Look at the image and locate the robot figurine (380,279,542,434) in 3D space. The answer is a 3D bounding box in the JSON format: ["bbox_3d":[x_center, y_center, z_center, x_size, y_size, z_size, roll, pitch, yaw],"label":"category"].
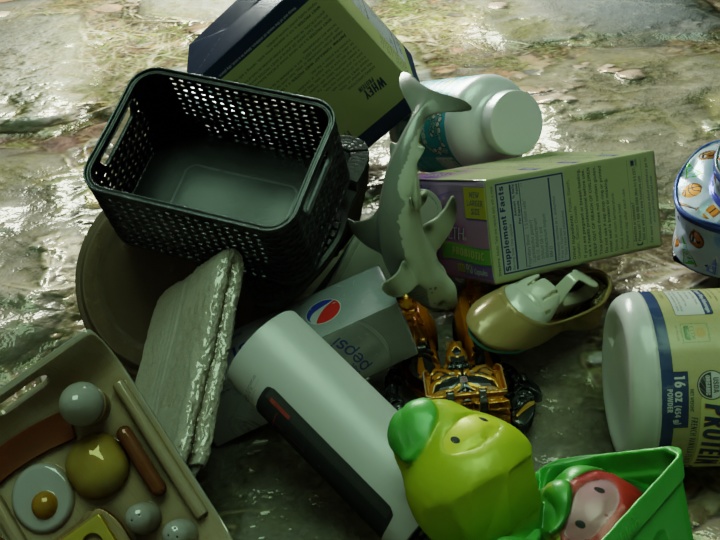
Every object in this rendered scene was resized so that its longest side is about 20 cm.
[{"bbox_3d":[0.084,0.083,1.023,0.143,0.059,0.201,-6,33,-2],"label":"robot figurine"}]

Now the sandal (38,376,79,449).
[{"bbox_3d":[-0.243,0.147,0.957,0.077,0.070,0.212,9,7,-22],"label":"sandal"}]

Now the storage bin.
[{"bbox_3d":[-0.122,-0.084,0.988,0.198,0.094,0.136,13,64,17],"label":"storage bin"}]

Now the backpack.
[{"bbox_3d":[0.415,-0.063,1.146,0.189,0.155,0.200,5,36,31],"label":"backpack"}]

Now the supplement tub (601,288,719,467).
[{"bbox_3d":[0.308,0.086,0.922,0.198,0.145,0.145,-3,33,2],"label":"supplement tub"}]

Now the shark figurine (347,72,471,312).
[{"bbox_3d":[0.028,-0.060,0.986,0.089,0.217,0.128,9,18,39],"label":"shark figurine"}]

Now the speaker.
[{"bbox_3d":[-0.012,0.124,0.884,0.200,0.081,0.081,43,50,17],"label":"speaker"}]

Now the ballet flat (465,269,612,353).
[{"bbox_3d":[0.168,0.027,1.034,0.069,0.063,0.199,46,31,24],"label":"ballet flat"}]

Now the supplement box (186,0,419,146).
[{"bbox_3d":[-0.065,-0.232,1.314,0.200,0.200,0.135,-38,29,18],"label":"supplement box"}]

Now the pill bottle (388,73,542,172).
[{"bbox_3d":[0.123,-0.167,1.293,0.110,0.112,0.200,-21,14,-25],"label":"pill bottle"}]

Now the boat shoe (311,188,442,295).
[{"bbox_3d":[0.000,0.000,1.079,0.201,0.073,0.062,-53,24,-1],"label":"boat shoe"}]

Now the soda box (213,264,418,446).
[{"bbox_3d":[-0.055,0.074,0.995,0.199,0.064,0.068,-25,34,-1],"label":"soda box"}]

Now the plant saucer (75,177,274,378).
[{"bbox_3d":[-0.175,0.008,1.053,0.198,0.202,0.029,1,-5,6],"label":"plant saucer"}]

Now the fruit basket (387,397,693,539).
[{"bbox_3d":[0.109,0.169,0.764,0.215,0.217,0.155,-34,9,-38],"label":"fruit basket"}]

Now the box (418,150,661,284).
[{"bbox_3d":[0.165,-0.059,1.124,0.198,0.098,0.176,-11,10,-25],"label":"box"}]

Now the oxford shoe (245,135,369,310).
[{"bbox_3d":[-0.041,-0.029,1.051,0.072,0.085,0.201,20,54,19],"label":"oxford shoe"}]

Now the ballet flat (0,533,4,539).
[{"bbox_3d":[-0.279,0.189,0.889,0.198,0.064,0.076,5,33,11],"label":"ballet flat"}]

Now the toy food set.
[{"bbox_3d":[-0.200,0.164,0.810,0.143,0.060,0.201,-35,77,-4],"label":"toy food set"}]

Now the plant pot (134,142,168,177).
[{"bbox_3d":[-0.119,-0.072,1.158,0.160,0.202,0.201,16,37,15],"label":"plant pot"}]

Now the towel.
[{"bbox_3d":[-0.149,0.088,0.938,0.034,0.132,0.202,25,57,-28],"label":"towel"}]
